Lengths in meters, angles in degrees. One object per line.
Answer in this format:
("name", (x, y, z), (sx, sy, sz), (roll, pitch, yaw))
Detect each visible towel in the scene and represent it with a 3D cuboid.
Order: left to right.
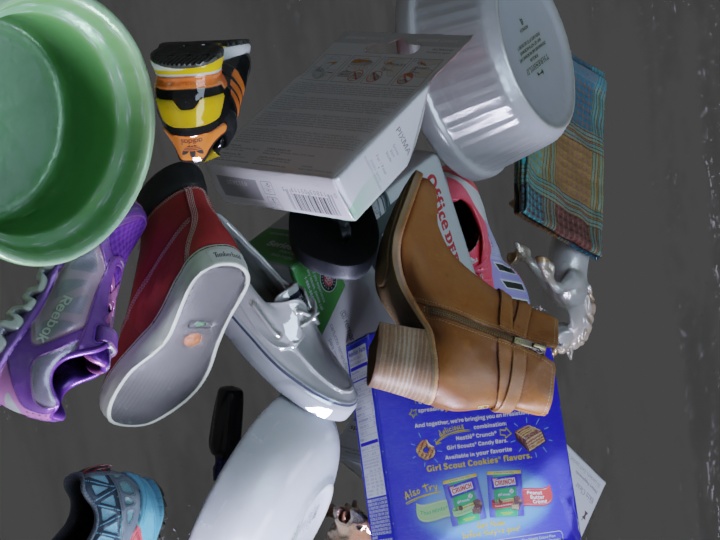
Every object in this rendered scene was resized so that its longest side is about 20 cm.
("towel", (0.197, -0.126, 1.889), (0.146, 0.022, 0.202), (25, 60, -45))

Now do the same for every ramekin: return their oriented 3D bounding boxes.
("ramekin", (-0.256, -0.109, 1.418), (0.199, 0.097, 0.202), (-10, 104, -45))
("ramekin", (0.119, -0.191, 1.740), (0.202, 0.094, 0.204), (36, 46, -49))

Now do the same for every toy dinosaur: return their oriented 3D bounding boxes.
("toy dinosaur", (0.017, 0.258, 1.729), (0.199, 0.135, 0.087), (17, 84, -49))

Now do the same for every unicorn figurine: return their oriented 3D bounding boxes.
("unicorn figurine", (0.196, -0.006, 1.915), (0.137, 0.073, 0.202), (33, 73, -45))

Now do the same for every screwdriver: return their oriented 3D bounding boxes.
("screwdriver", (-0.120, 0.199, 1.659), (0.028, 0.029, 0.202), (0, 96, -45))

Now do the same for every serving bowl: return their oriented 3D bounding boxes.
("serving bowl", (-0.071, 0.199, 1.612), (0.201, 0.065, 0.201), (-57, 166, -23))

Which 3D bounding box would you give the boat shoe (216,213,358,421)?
("boat shoe", (-0.069, 0.038, 1.583), (0.200, 0.065, 0.074), (43, 24, -3))

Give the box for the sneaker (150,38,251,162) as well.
("sneaker", (-0.126, -0.133, 1.517), (0.200, 0.069, 0.091), (-68, 157, -79))

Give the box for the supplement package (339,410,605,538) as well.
("supplement package", (0.103, 0.185, 1.794), (0.200, 0.155, 0.112), (43, 68, -41))

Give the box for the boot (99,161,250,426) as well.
("boot", (-0.165, 0.016, 1.555), (0.072, 0.145, 0.201), (9, 128, -36))

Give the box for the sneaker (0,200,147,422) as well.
("sneaker", (-0.215, 0.035, 1.478), (0.201, 0.088, 0.081), (-56, 161, -20))

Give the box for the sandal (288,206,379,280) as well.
("sandal", (-0.022, -0.072, 1.634), (0.043, 0.075, 0.201), (94, -4, -46))

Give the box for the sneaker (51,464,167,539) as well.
("sneaker", (-0.228, 0.252, 1.537), (0.095, 0.079, 0.202), (25, 70, -35))

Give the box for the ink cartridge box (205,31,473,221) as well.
("ink cartridge box", (-0.011, -0.125, 1.621), (0.200, 0.160, 0.050), (-45, 126, -31))

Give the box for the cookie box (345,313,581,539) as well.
("cookie box", (0.086, 0.147, 1.631), (0.169, 0.075, 0.202), (-5, 82, -20))

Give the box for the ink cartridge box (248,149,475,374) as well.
("ink cartridge box", (0.000, 0.000, 1.708), (0.200, 0.083, 0.148), (-40, 123, -34))

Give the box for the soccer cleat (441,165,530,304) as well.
("soccer cleat", (0.108, -0.006, 1.817), (0.077, 0.066, 0.201), (-85, 154, -63))

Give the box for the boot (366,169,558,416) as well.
("boot", (0.091, 0.021, 1.580), (0.154, 0.077, 0.202), (10, 59, -9))
